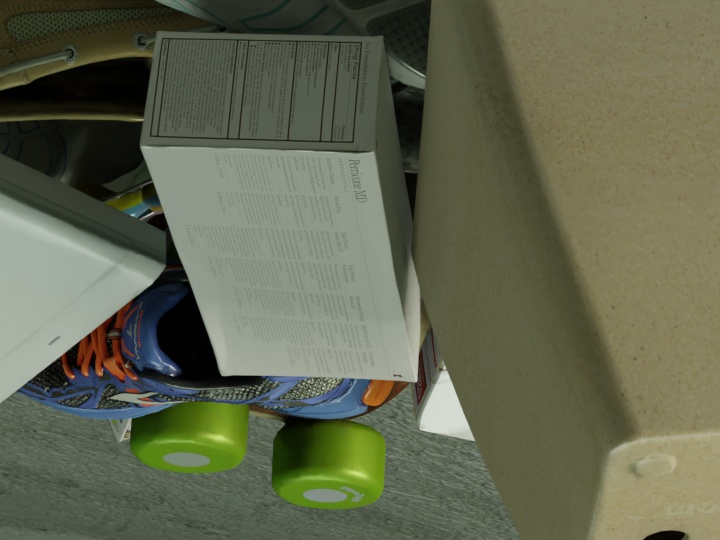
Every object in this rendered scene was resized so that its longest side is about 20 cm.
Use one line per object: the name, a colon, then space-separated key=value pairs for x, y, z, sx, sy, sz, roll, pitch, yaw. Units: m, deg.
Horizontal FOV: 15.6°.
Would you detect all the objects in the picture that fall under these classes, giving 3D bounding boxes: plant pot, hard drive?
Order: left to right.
hard drive: x=-0.194 y=-0.014 z=1.032 sx=0.199 sy=0.026 sz=0.132 roll=25 pitch=135 yaw=-33
plant pot: x=0.128 y=0.011 z=0.886 sx=0.198 sy=0.178 sz=0.200 roll=-3 pitch=147 yaw=-4

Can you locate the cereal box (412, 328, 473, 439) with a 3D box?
cereal box: x=0.119 y=-0.005 z=1.056 sx=0.143 sy=0.040 sz=0.201 roll=12 pitch=126 yaw=-14

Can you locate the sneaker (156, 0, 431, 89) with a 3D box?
sneaker: x=-0.018 y=-0.112 z=0.943 sx=0.199 sy=0.071 sz=0.080 roll=20 pitch=171 yaw=-10

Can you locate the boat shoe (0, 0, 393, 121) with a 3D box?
boat shoe: x=-0.063 y=-0.077 z=1.000 sx=0.198 sy=0.077 sz=0.072 roll=-3 pitch=147 yaw=-6

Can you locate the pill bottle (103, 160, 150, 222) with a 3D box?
pill bottle: x=-0.172 y=-0.014 z=1.329 sx=0.199 sy=0.112 sz=0.111 roll=0 pitch=163 yaw=35

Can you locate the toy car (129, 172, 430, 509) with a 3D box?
toy car: x=0.000 y=0.000 z=1.193 sx=0.157 sy=0.165 sz=0.200 roll=17 pitch=155 yaw=-33

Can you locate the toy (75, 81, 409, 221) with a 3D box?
toy: x=-0.054 y=-0.031 z=1.092 sx=0.199 sy=0.048 sz=0.115 roll=-15 pitch=-172 yaw=36

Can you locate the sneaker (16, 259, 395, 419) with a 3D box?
sneaker: x=-0.084 y=0.025 z=1.133 sx=0.199 sy=0.076 sz=0.078 roll=-4 pitch=170 yaw=29

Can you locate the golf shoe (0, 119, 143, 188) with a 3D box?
golf shoe: x=-0.126 y=-0.085 z=1.099 sx=0.097 sy=0.079 sz=0.200 roll=-4 pitch=162 yaw=27

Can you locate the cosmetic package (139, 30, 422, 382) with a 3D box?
cosmetic package: x=-0.024 y=-0.020 z=0.974 sx=0.082 sy=0.051 sz=0.200 roll=4 pitch=155 yaw=7

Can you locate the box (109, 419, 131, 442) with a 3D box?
box: x=-0.037 y=0.033 z=1.384 sx=0.199 sy=0.035 sz=0.110 roll=-20 pitch=171 yaw=-12
